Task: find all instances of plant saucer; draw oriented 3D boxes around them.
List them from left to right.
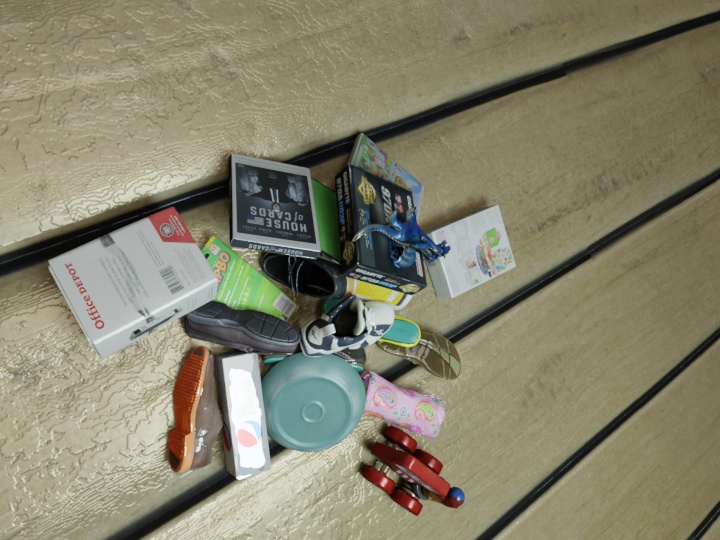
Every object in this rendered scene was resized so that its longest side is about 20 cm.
[{"bbox_3d":[-0.085,0.242,0.969,0.196,0.036,0.204,-3,108,-8],"label":"plant saucer"}]

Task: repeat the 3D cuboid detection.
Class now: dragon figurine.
[{"bbox_3d":[0.077,-0.046,0.900,0.199,0.059,0.100,-12,66,-55],"label":"dragon figurine"}]

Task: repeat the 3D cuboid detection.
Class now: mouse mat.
[{"bbox_3d":[-0.067,-0.096,0.993,0.198,0.008,0.162,31,44,-3],"label":"mouse mat"}]

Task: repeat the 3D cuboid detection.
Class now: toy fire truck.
[{"bbox_3d":[0.111,0.393,1.042,0.200,0.167,0.113,43,69,-19],"label":"toy fire truck"}]

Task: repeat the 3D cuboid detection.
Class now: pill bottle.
[{"bbox_3d":[0.000,0.000,1.038,0.197,0.111,0.113,16,79,-27],"label":"pill bottle"}]

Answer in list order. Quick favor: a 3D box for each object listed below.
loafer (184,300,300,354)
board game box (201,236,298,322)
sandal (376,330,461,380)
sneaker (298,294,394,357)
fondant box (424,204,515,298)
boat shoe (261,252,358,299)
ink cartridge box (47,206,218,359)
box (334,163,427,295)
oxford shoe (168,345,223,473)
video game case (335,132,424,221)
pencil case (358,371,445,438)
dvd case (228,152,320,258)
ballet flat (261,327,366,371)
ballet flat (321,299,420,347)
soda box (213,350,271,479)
[{"bbox_3d":[-0.199,0.104,0.922,0.197,0.072,0.064,17,118,0],"label":"loafer"},{"bbox_3d":[-0.211,0.039,0.969,0.200,0.030,0.096,42,69,-23],"label":"board game box"},{"bbox_3d":[0.118,0.163,1.131,0.197,0.054,0.081,22,71,-11],"label":"sandal"},{"bbox_3d":[0.002,0.086,0.936,0.196,0.129,0.081,-7,76,-33],"label":"sneaker"},{"bbox_3d":[0.234,-0.043,1.199,0.198,0.058,0.147,-22,97,-27],"label":"fondant box"},{"bbox_3d":[-0.098,0.004,0.943,0.062,0.198,0.076,-14,116,-56],"label":"boat shoe"},{"bbox_3d":[-0.341,0.017,0.843,0.198,0.083,0.148,-29,77,-26],"label":"ink cartridge box"},{"bbox_3d":[0.034,-0.069,0.961,0.157,0.046,0.203,17,55,-36],"label":"box"},{"bbox_3d":[-0.265,0.227,0.914,0.072,0.071,0.204,12,87,-45],"label":"oxford shoe"},{"bbox_3d":[0.045,-0.151,1.074,0.181,0.022,0.202,36,44,-22],"label":"video game case"},{"bbox_3d":[0.074,0.261,1.075,0.198,0.087,0.089,24,76,-23],"label":"pencil case"},{"bbox_3d":[-0.149,-0.113,0.940,0.148,0.025,0.202,8,49,-23],"label":"dvd case"},{"bbox_3d":[-0.083,0.143,1.011,0.197,0.068,0.070,10,68,-23],"label":"ballet flat"},{"bbox_3d":[0.019,0.104,1.060,0.197,0.067,0.068,17,79,-1],"label":"ballet flat"},{"bbox_3d":[-0.202,0.241,0.937,0.063,0.068,0.204,-8,91,-29],"label":"soda box"}]
